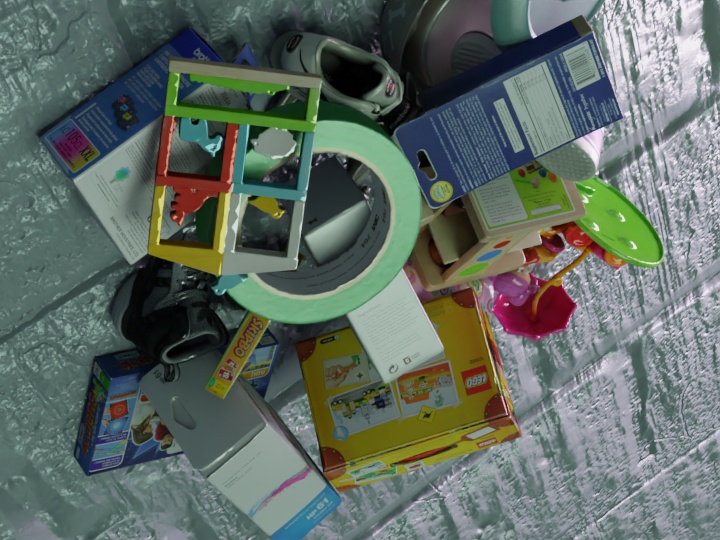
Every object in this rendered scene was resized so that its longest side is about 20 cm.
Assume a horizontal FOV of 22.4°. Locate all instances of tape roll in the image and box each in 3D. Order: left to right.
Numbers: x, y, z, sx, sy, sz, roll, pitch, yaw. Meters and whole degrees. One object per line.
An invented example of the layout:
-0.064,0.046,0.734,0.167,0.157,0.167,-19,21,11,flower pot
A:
-0.046,-0.050,1.624,0.200,0.048,0.201,-9,119,-16,tape roll

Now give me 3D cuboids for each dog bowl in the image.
0.105,-0.239,1.738,0.200,0.059,0.200,-23,139,-22,dog bowl

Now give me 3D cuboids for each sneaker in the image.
-0.156,0.008,1.704,0.075,0.114,0.200,4,124,-44,sneaker
0.015,-0.152,1.654,0.200,0.088,0.074,28,79,-26,sneaker
0.165,-0.186,1.753,0.200,0.073,0.114,42,52,-33,sneaker

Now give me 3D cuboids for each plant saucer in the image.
0.189,-0.278,1.641,0.200,0.027,0.200,-40,148,-31,plant saucer

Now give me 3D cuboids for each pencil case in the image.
0.062,0.018,1.936,0.200,0.087,0.088,17,115,-49,pencil case

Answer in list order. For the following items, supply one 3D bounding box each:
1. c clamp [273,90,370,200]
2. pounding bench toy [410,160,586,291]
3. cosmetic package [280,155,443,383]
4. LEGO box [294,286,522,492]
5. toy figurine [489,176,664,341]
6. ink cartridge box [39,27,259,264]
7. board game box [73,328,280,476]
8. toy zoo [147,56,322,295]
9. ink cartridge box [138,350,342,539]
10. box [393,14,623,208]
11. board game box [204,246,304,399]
-0.034,-0.113,1.764,0.171,0.027,0.200,-47,143,7,c clamp
0.087,-0.061,1.808,0.200,0.124,0.156,-14,164,-31,pounding bench toy
0.000,0.000,1.758,0.071,0.101,0.200,-30,125,-2,cosmetic package
0.048,0.123,1.870,0.199,0.149,0.077,-17,155,8,LEGO box
0.203,-0.007,2.014,0.200,0.150,0.184,24,121,-27,toy figurine
-0.163,-0.118,1.605,0.200,0.076,0.137,-36,143,-7,ink cartridge box
-0.187,0.133,1.863,0.200,0.034,0.136,-10,133,-35,board game box
-0.110,-0.075,1.545,0.131,0.020,0.201,6,106,-9,toy zoo
-0.118,0.172,1.812,0.085,0.145,0.200,-40,144,-1,ink cartridge box
0.132,-0.142,1.662,0.200,0.032,0.121,-26,137,3,box
-0.100,0.044,1.759,0.030,0.200,0.096,30,111,-5,board game box
